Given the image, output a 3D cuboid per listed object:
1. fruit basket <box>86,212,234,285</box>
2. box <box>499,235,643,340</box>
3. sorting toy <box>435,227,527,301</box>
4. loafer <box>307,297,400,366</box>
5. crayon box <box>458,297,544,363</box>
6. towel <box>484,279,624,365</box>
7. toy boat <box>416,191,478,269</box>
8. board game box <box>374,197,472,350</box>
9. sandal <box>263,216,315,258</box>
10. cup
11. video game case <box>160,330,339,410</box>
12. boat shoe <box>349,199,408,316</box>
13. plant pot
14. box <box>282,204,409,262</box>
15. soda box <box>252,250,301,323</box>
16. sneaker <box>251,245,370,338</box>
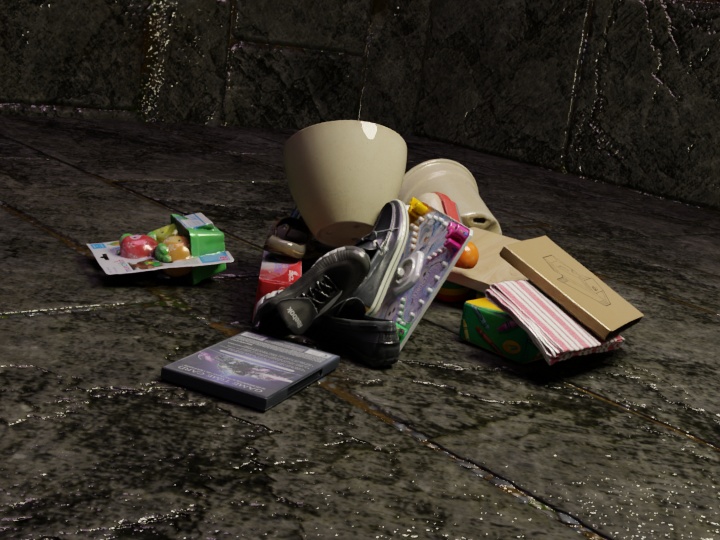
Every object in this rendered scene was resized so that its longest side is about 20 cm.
[{"bbox_3d":[-0.318,-0.037,1.631,0.198,0.095,0.185,-1,16,-24],"label":"fruit basket"},{"bbox_3d":[0.316,0.021,1.538,0.200,0.021,0.163,41,26,21],"label":"box"},{"bbox_3d":[0.220,0.008,1.771,0.197,0.070,0.199,19,29,34],"label":"sorting toy"},{"bbox_3d":[-0.015,0.069,1.417,0.068,0.071,0.200,-3,17,-39],"label":"loafer"},{"bbox_3d":[0.254,0.081,1.557,0.118,0.059,0.199,21,18,37],"label":"crayon box"},{"bbox_3d":[0.277,0.068,1.470,0.199,0.030,0.146,-3,42,-50],"label":"towel"},{"bbox_3d":[0.127,-0.025,1.641,0.129,0.201,0.132,5,49,-22],"label":"toy boat"},{"bbox_3d":[0.063,0.001,1.486,0.026,0.201,0.200,31,4,-23],"label":"board game box"},{"bbox_3d":[-0.113,-0.056,1.619,0.081,0.055,0.200,10,6,3],"label":"sandal"},{"bbox_3d":[-0.023,-0.120,1.606,0.198,0.145,0.201,-1,-21,-1],"label":"cup"},{"bbox_3d":[-0.129,0.118,1.261,0.141,0.019,0.200,13,15,21],"label":"video game case"},{"bbox_3d":[0.018,-0.025,1.499,0.062,0.202,0.074,32,-28,-21],"label":"boat shoe"},{"bbox_3d":[0.173,-0.087,1.977,0.198,0.203,0.184,2,25,-23],"label":"plant pot"},{"bbox_3d":[-0.029,-0.066,1.802,0.198,0.050,0.199,5,-21,-18],"label":"box"},{"bbox_3d":[-0.122,0.024,1.541,0.063,0.071,0.200,9,13,-6],"label":"soda box"},{"bbox_3d":[-0.069,0.041,1.369,0.199,0.067,0.091,-31,16,25],"label":"sneaker"}]
